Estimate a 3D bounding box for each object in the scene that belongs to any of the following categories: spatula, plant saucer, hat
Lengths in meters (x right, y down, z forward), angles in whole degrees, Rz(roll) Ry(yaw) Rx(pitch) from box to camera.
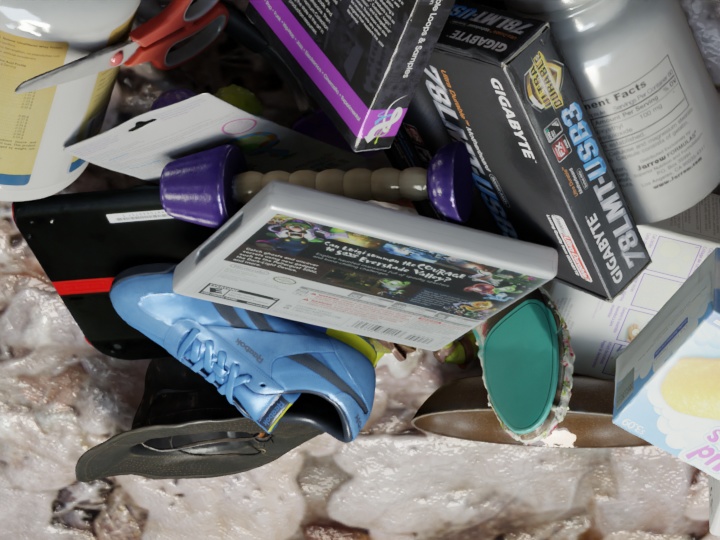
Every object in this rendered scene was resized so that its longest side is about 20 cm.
[{"bbox_3d":[-0.057,-0.136,1.613,0.200,0.021,0.056,42,138,-23],"label":"spatula"},{"bbox_3d":[0.136,0.101,1.733,0.198,0.032,0.200,4,169,1],"label":"plant saucer"},{"bbox_3d":[-0.123,0.099,1.774,0.199,0.082,0.201,-10,166,-3],"label":"hat"}]

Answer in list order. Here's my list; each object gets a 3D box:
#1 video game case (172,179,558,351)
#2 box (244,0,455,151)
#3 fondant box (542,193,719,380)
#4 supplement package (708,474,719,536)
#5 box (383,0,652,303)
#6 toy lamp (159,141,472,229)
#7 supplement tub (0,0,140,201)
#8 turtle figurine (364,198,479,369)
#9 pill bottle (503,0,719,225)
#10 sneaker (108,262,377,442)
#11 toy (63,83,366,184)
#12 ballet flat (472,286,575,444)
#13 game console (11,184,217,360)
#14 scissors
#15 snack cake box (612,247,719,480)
[{"bbox_3d":[0.000,0.000,1.555,0.198,0.024,0.182,14,158,-20],"label":"video game case"},{"bbox_3d":[0.006,-0.196,1.470,0.036,0.143,0.201,-8,136,-36],"label":"box"},{"bbox_3d":[0.229,0.017,1.690,0.198,0.058,0.145,14,130,-5],"label":"fondant box"},{"bbox_3d":[0.313,0.077,1.616,0.120,0.120,0.201,10,130,-1],"label":"supplement package"},{"bbox_3d":[0.077,-0.088,1.544,0.198,0.050,0.201,26,152,49],"label":"box"},{"bbox_3d":[-0.031,-0.055,1.527,0.198,0.058,0.059,-3,131,16],"label":"toy lamp"},{"bbox_3d":[-0.218,-0.160,1.530,0.144,0.145,0.201,17,130,-8],"label":"supplement tub"},{"bbox_3d":[0.022,0.043,1.731,0.161,0.065,0.200,-33,120,30],"label":"turtle figurine"},{"bbox_3d":[0.156,-0.137,1.527,0.113,0.115,0.201,-15,127,19],"label":"pill bottle"},{"bbox_3d":[-0.081,0.059,1.645,0.199,0.079,0.066,23,142,-12],"label":"sneaker"},{"bbox_3d":[-0.095,-0.091,1.590,0.114,0.048,0.200,-20,157,26],"label":"toy"},{"bbox_3d":[0.111,0.037,1.640,0.075,0.201,0.064,-32,141,22],"label":"ballet flat"},{"bbox_3d":[-0.123,-0.002,1.664,0.198,0.031,0.177,-5,139,18],"label":"game console"},{"bbox_3d":[-0.147,-0.131,1.500,0.014,0.200,0.073,37,139,17],"label":"scissors"},{"bbox_3d":[0.271,0.085,1.507,0.199,0.067,0.115,28,127,-12],"label":"snack cake box"}]
